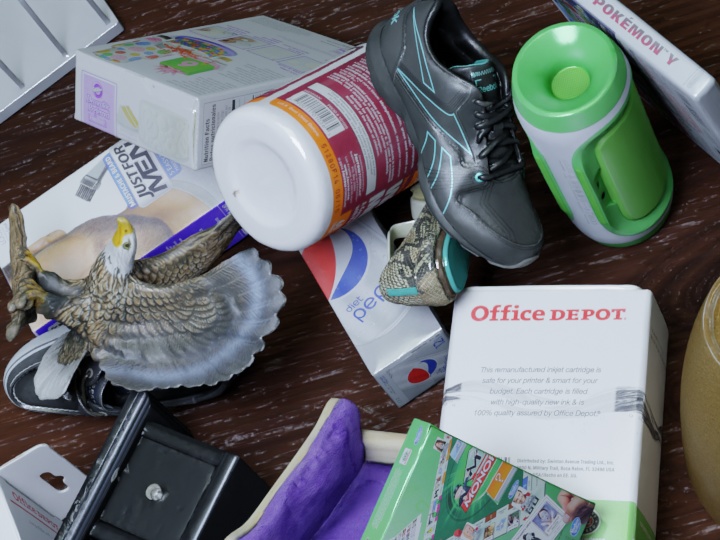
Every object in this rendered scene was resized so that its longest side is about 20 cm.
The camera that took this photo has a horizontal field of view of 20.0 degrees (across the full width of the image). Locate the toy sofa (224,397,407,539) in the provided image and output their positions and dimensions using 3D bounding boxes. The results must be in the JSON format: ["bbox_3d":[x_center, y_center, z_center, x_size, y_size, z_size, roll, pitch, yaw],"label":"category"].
[{"bbox_3d":[-0.011,0.177,1.378,0.082,0.098,0.200,4,32,26],"label":"toy sofa"}]

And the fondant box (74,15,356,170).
[{"bbox_3d":[-0.098,-0.139,1.557,0.144,0.199,0.059,24,117,39],"label":"fondant box"}]

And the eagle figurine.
[{"bbox_3d":[-0.158,0.015,1.487,0.198,0.151,0.154,2,78,-11],"label":"eagle figurine"}]

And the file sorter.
[{"bbox_3d":[-0.333,-0.219,1.729,0.199,0.125,0.139,-36,59,0],"label":"file sorter"}]

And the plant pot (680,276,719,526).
[{"bbox_3d":[0.283,0.071,1.313,0.184,0.200,0.188,-8,64,16],"label":"plant pot"}]

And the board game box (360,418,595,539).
[{"bbox_3d":[0.053,0.213,1.294,0.202,0.134,0.029,-65,21,-5],"label":"board game box"}]

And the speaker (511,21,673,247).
[{"bbox_3d":[0.166,-0.091,1.434,0.088,0.200,0.089,-8,62,16],"label":"speaker"}]

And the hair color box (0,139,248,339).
[{"bbox_3d":[-0.187,-0.034,1.621,0.199,0.065,0.110,-35,59,3],"label":"hair color box"}]

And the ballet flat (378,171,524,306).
[{"bbox_3d":[0.059,-0.036,1.484,0.075,0.068,0.200,-9,26,26],"label":"ballet flat"}]

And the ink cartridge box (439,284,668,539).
[{"bbox_3d":[0.133,0.119,1.413,0.144,0.084,0.202,-1,66,20],"label":"ink cartridge box"}]

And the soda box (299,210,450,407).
[{"bbox_3d":[0.000,0.000,1.530,0.063,0.068,0.201,-33,59,3],"label":"soda box"}]

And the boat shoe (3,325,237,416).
[{"bbox_3d":[-0.184,0.083,1.551,0.198,0.071,0.066,-5,25,11],"label":"boat shoe"}]

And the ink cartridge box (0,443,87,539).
[{"bbox_3d":[-0.283,0.220,1.502,0.199,0.116,0.067,-31,58,5],"label":"ink cartridge box"}]

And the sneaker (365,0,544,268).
[{"bbox_3d":[0.073,-0.096,1.406,0.075,0.079,0.201,-26,84,-41],"label":"sneaker"}]

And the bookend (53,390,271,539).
[{"bbox_3d":[-0.112,0.216,1.453,0.199,0.092,0.200,20,73,26],"label":"bookend"}]

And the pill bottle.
[{"bbox_3d":[-0.005,-0.100,1.478,0.109,0.110,0.199,30,42,29],"label":"pill bottle"}]

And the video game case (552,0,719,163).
[{"bbox_3d":[0.209,-0.140,1.442,0.023,0.200,0.182,-47,59,4],"label":"video game case"}]
